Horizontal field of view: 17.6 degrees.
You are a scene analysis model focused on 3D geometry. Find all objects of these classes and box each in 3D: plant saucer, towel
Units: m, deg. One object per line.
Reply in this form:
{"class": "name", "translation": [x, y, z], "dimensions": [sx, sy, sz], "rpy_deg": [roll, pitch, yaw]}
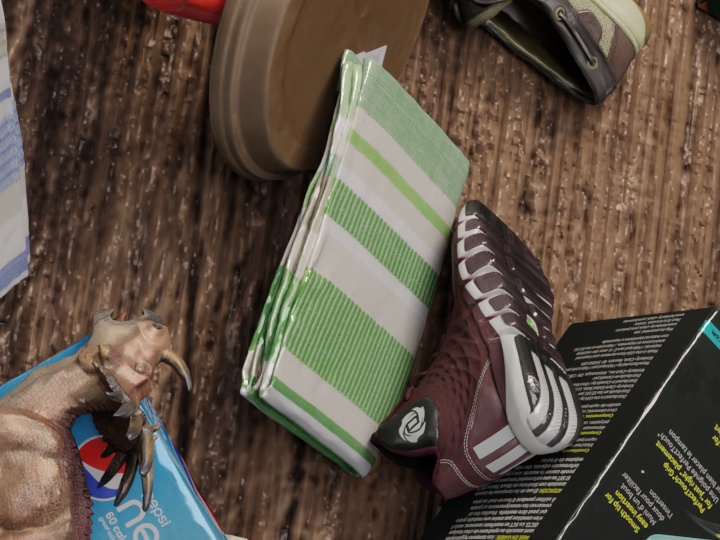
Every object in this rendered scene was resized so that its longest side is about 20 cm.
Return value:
{"class": "plant saucer", "translation": [-0.013, -0.138, 1.254], "dimensions": [0.029, 0.200, 0.200], "rpy_deg": [25, 68, 22]}
{"class": "towel", "translation": [-0.205, -0.074, 1.167], "dimensions": [0.024, 0.147, 0.201], "rpy_deg": [-1, 106, 11]}
{"class": "towel", "translation": [0.000, 0.000, 1.271], "dimensions": [0.153, 0.023, 0.201], "rpy_deg": [42, 60, -55]}

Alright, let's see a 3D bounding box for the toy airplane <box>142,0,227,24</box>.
{"class": "toy airplane", "translation": [-0.119, -0.218, 1.267], "dimensions": [0.200, 0.141, 0.199], "rpy_deg": [38, 34, 1]}

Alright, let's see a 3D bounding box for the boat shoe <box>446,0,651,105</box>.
{"class": "boat shoe", "translation": [0.080, -0.170, 1.352], "dimensions": [0.200, 0.073, 0.065], "rpy_deg": [32, 66, -12]}

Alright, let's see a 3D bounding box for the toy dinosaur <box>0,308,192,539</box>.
{"class": "toy dinosaur", "translation": [-0.160, 0.116, 1.146], "dimensions": [0.135, 0.086, 0.201], "rpy_deg": [9, 95, -8]}

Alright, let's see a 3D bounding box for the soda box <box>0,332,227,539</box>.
{"class": "soda box", "translation": [-0.114, 0.133, 1.217], "dimensions": [0.068, 0.064, 0.200], "rpy_deg": [-30, 92, -2]}

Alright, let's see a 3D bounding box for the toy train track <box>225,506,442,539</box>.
{"class": "toy train track", "translation": [0.009, 0.178, 1.280], "dimensions": [0.199, 0.033, 0.115], "rpy_deg": [16, 75, -16]}

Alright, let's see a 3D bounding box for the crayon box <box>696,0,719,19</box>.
{"class": "crayon box", "translation": [0.322, -0.177, 1.454], "dimensions": [0.200, 0.051, 0.127], "rpy_deg": [29, 72, -12]}

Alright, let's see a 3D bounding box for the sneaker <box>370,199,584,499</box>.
{"class": "sneaker", "translation": [0.049, 0.048, 1.282], "dimensions": [0.115, 0.200, 0.076], "rpy_deg": [-37, 119, 19]}

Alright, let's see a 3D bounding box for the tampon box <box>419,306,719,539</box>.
{"class": "tampon box", "translation": [0.147, 0.143, 1.263], "dimensions": [0.150, 0.126, 0.200], "rpy_deg": [49, 61, -19]}
